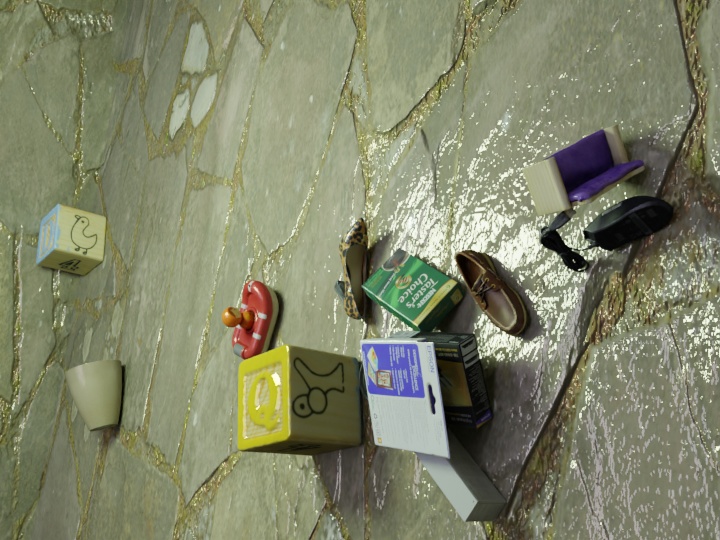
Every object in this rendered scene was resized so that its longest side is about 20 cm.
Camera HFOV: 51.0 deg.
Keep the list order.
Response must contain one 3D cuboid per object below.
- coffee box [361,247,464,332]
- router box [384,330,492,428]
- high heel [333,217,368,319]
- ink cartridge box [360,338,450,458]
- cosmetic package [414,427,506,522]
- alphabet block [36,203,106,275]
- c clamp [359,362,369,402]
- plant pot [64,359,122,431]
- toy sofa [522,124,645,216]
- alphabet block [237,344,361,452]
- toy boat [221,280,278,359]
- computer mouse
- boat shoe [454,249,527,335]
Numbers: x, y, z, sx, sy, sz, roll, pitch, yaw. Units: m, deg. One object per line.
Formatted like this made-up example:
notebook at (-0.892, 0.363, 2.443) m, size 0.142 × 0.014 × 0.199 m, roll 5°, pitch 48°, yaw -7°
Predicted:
coffee box at (0.103, 0.040, 1.517) m, size 0.123 × 0.044 × 0.199 m, roll -44°, pitch 40°, yaw -9°
router box at (0.140, 0.197, 1.400) m, size 0.198 × 0.052 × 0.161 m, roll -3°, pitch 105°, yaw 50°
high heel at (0.000, 0.000, 1.662) m, size 0.143 × 0.070 × 0.204 m, roll 53°, pitch 134°, yaw 51°
ink cartridge box at (0.087, 0.221, 1.344) m, size 0.198 × 0.043 × 0.204 m, roll -4°, pitch 95°, yaw 51°
cosmetic package at (0.166, 0.357, 1.348) m, size 0.051 × 0.081 × 0.200 m, roll -59°, pitch 41°, yaw 17°
alphabet block at (-1.131, -0.117, 2.958) m, size 0.194 × 0.197 × 0.200 m, roll -23°, pitch 62°, yaw 43°
c clamp at (0.068, 0.222, 1.439) m, size 0.198 × 0.027 × 0.175 m, roll 26°, pitch 131°, yaw 39°
plant pot at (-0.872, 0.423, 2.513) m, size 0.186 × 0.185 × 0.205 m, roll -27°, pitch 72°, yaw 41°
toy sofa at (0.356, -0.163, 1.191) m, size 0.097 × 0.198 × 0.085 m, roll -13°, pitch 102°, yaw 53°
alphabet block at (-0.132, 0.285, 1.624) m, size 0.194 × 0.197 × 0.200 m, roll -25°, pitch 59°, yaw 42°
toy boat at (-0.296, 0.124, 1.936) m, size 0.129 × 0.129 × 0.205 m, roll 16°, pitch 91°, yaw 50°
computer mouse at (0.380, -0.082, 1.196) m, size 0.199 × 0.139 × 0.047 m, roll -35°, pitch 40°, yaw 38°
boat shoe at (0.232, 0.038, 1.383) m, size 0.072 × 0.067 × 0.202 m, roll -52°, pitch 45°, yaw 25°
